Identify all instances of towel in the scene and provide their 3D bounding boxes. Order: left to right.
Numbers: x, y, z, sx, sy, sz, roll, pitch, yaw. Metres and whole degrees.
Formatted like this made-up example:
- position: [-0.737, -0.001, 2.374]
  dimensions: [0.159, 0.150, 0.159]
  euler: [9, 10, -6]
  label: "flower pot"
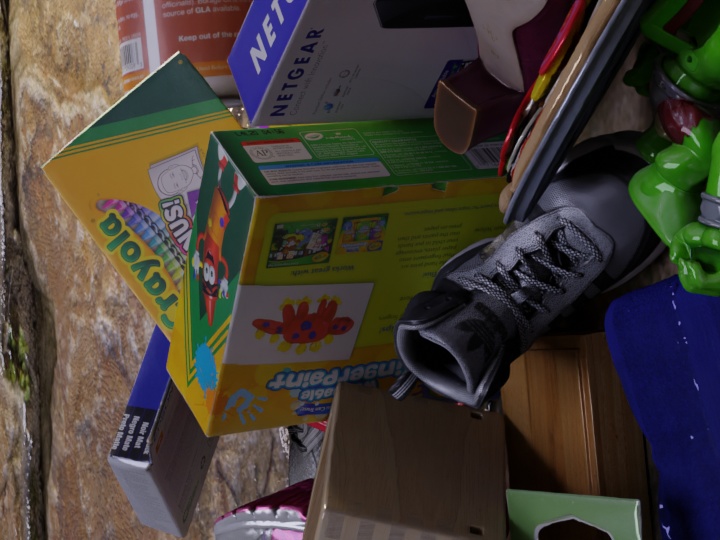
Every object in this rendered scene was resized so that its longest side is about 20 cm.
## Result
- position: [0.203, 0.064, 1.152]
  dimensions: [0.200, 0.049, 0.149]
  euler: [-25, 80, 61]
  label: "towel"

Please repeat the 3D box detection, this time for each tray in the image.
- position: [0.122, 0.136, 1.330]
  dimensions: [0.098, 0.037, 0.202]
  euler: [-6, 90, 63]
  label: "tray"

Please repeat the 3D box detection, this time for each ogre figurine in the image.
- position: [0.171, -0.087, 1.116]
  dimensions: [0.200, 0.097, 0.121]
  euler: [-57, -9, -55]
  label: "ogre figurine"

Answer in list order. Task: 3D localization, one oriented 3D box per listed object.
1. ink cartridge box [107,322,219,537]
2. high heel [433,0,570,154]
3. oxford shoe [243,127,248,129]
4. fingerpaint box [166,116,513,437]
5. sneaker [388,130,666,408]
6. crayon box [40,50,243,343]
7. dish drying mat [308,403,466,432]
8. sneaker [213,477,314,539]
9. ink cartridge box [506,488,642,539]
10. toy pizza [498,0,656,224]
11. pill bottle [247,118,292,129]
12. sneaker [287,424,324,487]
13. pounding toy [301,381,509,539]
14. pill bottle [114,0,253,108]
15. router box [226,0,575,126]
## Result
- position: [-0.118, 0.058, 1.601]
  dimensions: [0.200, 0.040, 0.201]
  euler: [84, -158, -66]
  label: "ink cartridge box"
- position: [0.096, -0.151, 1.240]
  dimensions: [0.067, 0.096, 0.201]
  euler: [47, 145, 20]
  label: "high heel"
- position: [-0.102, -0.087, 1.635]
  dimensions: [0.200, 0.074, 0.071]
  euler: [119, 128, -77]
  label: "oxford shoe"
- position: [0.000, 0.000, 1.365]
  dimensions: [0.073, 0.198, 0.168]
  euler: [53, 140, 45]
  label: "fingerpaint box"
- position: [0.089, 0.009, 1.251]
  dimensions: [0.076, 0.114, 0.200]
  euler: [46, 134, -3]
  label: "sneaker"
- position: [-0.095, -0.022, 1.481]
  dimensions: [0.200, 0.119, 0.058]
  euler: [51, 180, 18]
  label: "crayon box"
- position: [-0.017, 0.068, 1.507]
  dimensions: [0.199, 0.018, 0.077]
  euler: [23, 108, 31]
  label: "dish drying mat"
- position: [-0.015, 0.185, 1.518]
  dimensions: [0.199, 0.081, 0.089]
  euler: [-3, 100, 42]
  label: "sneaker"
- position: [0.136, 0.213, 1.232]
  dimensions: [0.103, 0.059, 0.202]
  euler: [-1, 95, 53]
  label: "ink cartridge box"
- position: [0.115, -0.114, 1.160]
  dimensions: [0.032, 0.201, 0.201]
  euler: [30, 135, 5]
  label: "toy pizza"
- position: [0.005, -0.148, 1.432]
  dimensions: [0.105, 0.103, 0.200]
  euler: [68, 149, 29]
  label: "pill bottle"
- position: [-0.044, 0.069, 1.593]
  dimensions: [0.078, 0.082, 0.202]
  euler: [13, 107, 61]
  label: "sneaker"
- position: [0.032, 0.191, 1.339]
  dimensions: [0.184, 0.141, 0.202]
  euler: [-83, 5, -67]
  label: "pounding toy"
- position: [-0.120, -0.216, 1.659]
  dimensions: [0.112, 0.111, 0.202]
  euler: [-8, 88, 63]
  label: "pill bottle"
- position: [0.041, -0.162, 1.277]
  dimensions: [0.049, 0.178, 0.200]
  euler: [68, 149, 30]
  label: "router box"
